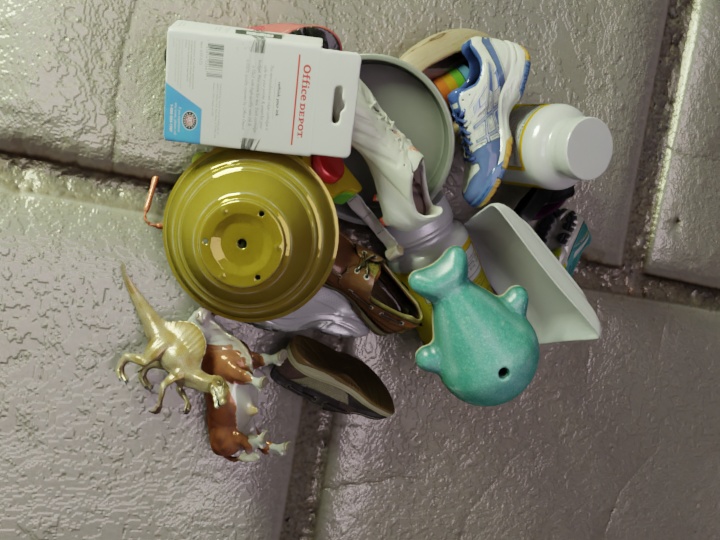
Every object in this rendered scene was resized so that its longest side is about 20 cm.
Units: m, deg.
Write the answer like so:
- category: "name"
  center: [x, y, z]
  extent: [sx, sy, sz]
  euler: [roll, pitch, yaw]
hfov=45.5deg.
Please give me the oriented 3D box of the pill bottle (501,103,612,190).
- category: "pill bottle"
  center: [0.224, -0.157, 1.085]
  extent: [0.103, 0.199, 0.106]
  euler: [-5, 102, -26]

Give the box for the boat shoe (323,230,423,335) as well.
- category: "boat shoe"
  center: [0.000, 0.000, 1.016]
  extent: [0.200, 0.068, 0.073]
  euler: [41, 57, -29]

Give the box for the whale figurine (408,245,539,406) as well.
- category: "whale figurine"
  center: [0.136, 0.072, 1.011]
  extent: [0.158, 0.104, 0.201]
  euler: [-31, 113, -1]

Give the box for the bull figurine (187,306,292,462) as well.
- category: "bull figurine"
  center: [-0.146, 0.135, 1.008]
  extent: [0.065, 0.120, 0.203]
  euler: [-29, 121, -49]

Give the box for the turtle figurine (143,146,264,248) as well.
- category: "turtle figurine"
  center: [-0.137, -0.089, 0.989]
  extent: [0.200, 0.064, 0.161]
  euler: [-49, 116, -11]

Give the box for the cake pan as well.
- category: "cake pan"
  center: [0.014, -0.155, 1.018]
  extent: [0.197, 0.037, 0.203]
  euler: [3, 110, 8]

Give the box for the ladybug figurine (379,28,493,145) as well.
- category: "ladybug figurine"
  center: [0.102, -0.228, 1.082]
  extent: [0.198, 0.072, 0.137]
  euler: [-27, 111, -20]

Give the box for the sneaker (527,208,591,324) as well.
- category: "sneaker"
  center: [0.268, 0.012, 1.213]
  extent: [0.079, 0.077, 0.201]
  euler: [37, 84, -40]

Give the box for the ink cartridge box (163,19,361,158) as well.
- category: "ink cartridge box"
  center: [-0.103, -0.191, 0.910]
  extent: [0.197, 0.067, 0.117]
  euler: [6, 112, -6]

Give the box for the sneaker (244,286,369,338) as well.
- category: "sneaker"
  center: [-0.075, 0.026, 1.046]
  extent: [0.198, 0.077, 0.101]
  euler: [7, 88, -36]

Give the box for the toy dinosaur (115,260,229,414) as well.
- category: "toy dinosaur"
  center: [-0.225, 0.092, 0.975]
  extent: [0.101, 0.058, 0.200]
  euler: [-44, 79, 6]

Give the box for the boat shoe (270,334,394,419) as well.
- category: "boat shoe"
  center: [-0.034, 0.144, 1.088]
  extent: [0.065, 0.074, 0.199]
  euler: [-38, 130, 19]

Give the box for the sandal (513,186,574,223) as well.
- category: "sandal"
  center: [0.248, -0.093, 1.153]
  extent: [0.048, 0.075, 0.201]
  euler: [43, 51, -1]

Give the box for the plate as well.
- category: "plate"
  center: [0.207, 0.004, 1.075]
  extent: [0.032, 0.200, 0.201]
  euler: [-39, 91, -11]

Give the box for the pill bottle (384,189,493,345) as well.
- category: "pill bottle"
  center: [0.101, 0.006, 1.100]
  extent: [0.114, 0.114, 0.202]
  euler: [-33, 111, -18]

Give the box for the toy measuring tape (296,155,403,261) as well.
- category: "toy measuring tape"
  center: [-0.029, -0.079, 0.990]
  extent: [0.073, 0.073, 0.201]
  euler: [-41, 100, -14]

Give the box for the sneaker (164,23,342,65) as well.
- category: "sneaker"
  center: [-0.120, -0.241, 0.972]
  extent: [0.197, 0.087, 0.075]
  euler: [-4, 112, -2]

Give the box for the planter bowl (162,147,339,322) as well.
- category: "planter bowl"
  center: [-0.122, -0.034, 0.918]
  extent: [0.197, 0.084, 0.204]
  euler: [0, 100, 0]

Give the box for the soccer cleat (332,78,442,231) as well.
- category: "soccer cleat"
  center: [0.030, -0.138, 0.960]
  extent: [0.069, 0.077, 0.202]
  euler: [-47, 118, -44]

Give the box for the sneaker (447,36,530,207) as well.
- category: "sneaker"
  center: [0.139, -0.181, 1.038]
  extent: [0.087, 0.075, 0.203]
  euler: [12, 89, -17]
